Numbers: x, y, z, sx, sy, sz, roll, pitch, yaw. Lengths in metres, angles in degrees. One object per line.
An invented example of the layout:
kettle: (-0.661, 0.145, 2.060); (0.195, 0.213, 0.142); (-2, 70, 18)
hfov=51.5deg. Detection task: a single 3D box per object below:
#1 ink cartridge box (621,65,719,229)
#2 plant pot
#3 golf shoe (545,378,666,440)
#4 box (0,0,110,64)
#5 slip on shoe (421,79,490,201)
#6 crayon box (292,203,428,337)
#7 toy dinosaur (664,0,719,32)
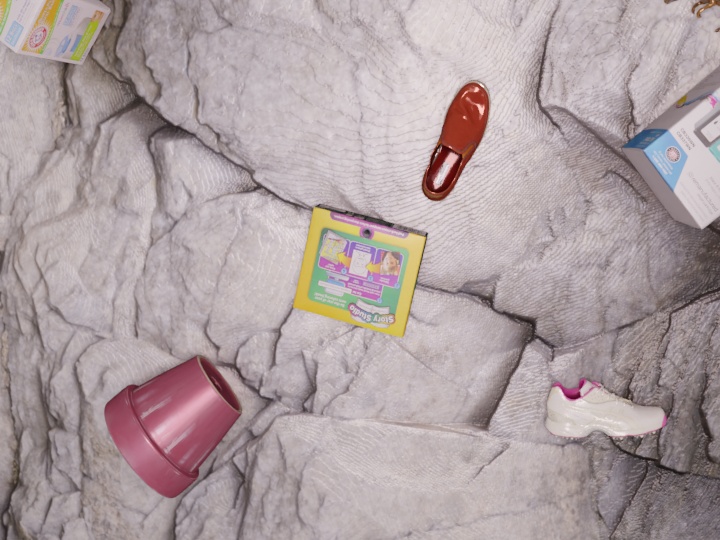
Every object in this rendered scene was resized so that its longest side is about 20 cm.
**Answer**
ink cartridge box: (0.523, -0.189, 1.106); (0.199, 0.146, 0.148); (-40, 93, 12)
plant pot: (-0.309, 0.253, 1.288); (0.178, 0.200, 0.202); (-38, 93, -3)
golf shoe: (0.403, 0.227, 1.232); (0.194, 0.075, 0.095); (-3, 96, 8)
box: (-0.507, -0.412, 1.191); (0.100, 0.200, 0.114); (36, 103, 1)
slip on shoe: (0.154, -0.206, 1.201); (0.073, 0.061, 0.204); (26, 101, 5)
crayon box: (0.000, 0.000, 1.259); (0.194, 0.058, 0.178); (15, 102, 6)
toy dinosaur: (0.559, -0.420, 1.108); (0.194, 0.060, 0.109); (-12, 96, 10)
